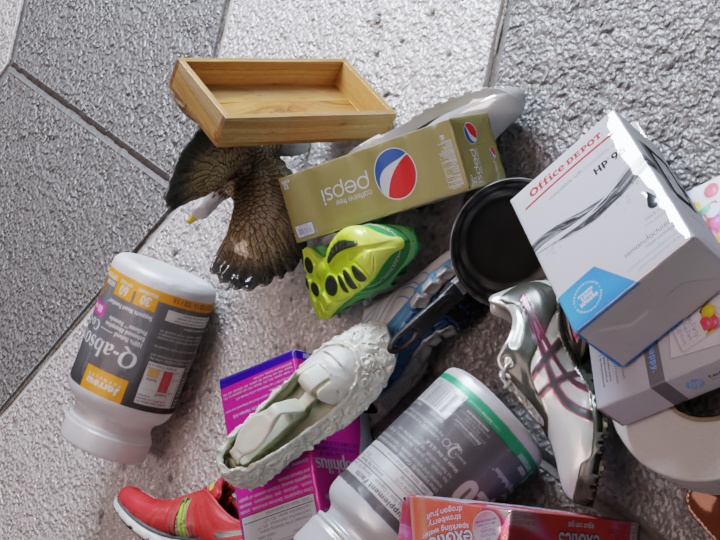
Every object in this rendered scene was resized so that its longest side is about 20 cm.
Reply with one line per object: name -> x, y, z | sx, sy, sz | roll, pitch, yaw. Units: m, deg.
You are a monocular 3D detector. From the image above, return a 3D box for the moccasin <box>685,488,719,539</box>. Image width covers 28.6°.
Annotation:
moccasin -> 0.313, 0.213, 1.023 | 0.074, 0.078, 0.201 | -55, 49, 15

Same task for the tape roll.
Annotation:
tape roll -> 0.281, 0.071, 1.078 | 0.202, 0.037, 0.204 | -27, 48, 34

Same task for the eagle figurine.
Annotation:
eagle figurine -> -0.122, -0.089, 1.390 | 0.200, 0.151, 0.152 | -108, 29, -64

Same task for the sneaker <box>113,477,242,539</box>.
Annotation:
sneaker -> -0.157, 0.245, 1.410 | 0.199, 0.077, 0.085 | 16, 84, 30

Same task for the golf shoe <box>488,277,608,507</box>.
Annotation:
golf shoe -> 0.156, 0.100, 1.156 | 0.087, 0.077, 0.201 | -4, 59, 2

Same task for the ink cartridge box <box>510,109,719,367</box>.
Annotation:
ink cartridge box -> 0.193, -0.040, 1.099 | 0.116, 0.068, 0.200 | -42, 39, 19

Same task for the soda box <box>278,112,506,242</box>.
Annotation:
soda box -> 0.027, -0.082, 1.261 | 0.199, 0.068, 0.064 | -15, 91, 37

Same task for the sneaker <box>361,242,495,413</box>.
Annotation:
sneaker -> 0.047, 0.033, 1.290 | 0.200, 0.075, 0.087 | -45, 37, 14

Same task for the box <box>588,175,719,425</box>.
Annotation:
box -> 0.263, 0.012, 1.074 | 0.199, 0.041, 0.157 | -27, 48, 32

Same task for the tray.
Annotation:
tray -> -0.073, -0.161, 1.345 | 0.099, 0.199, 0.037 | 50, 132, 34

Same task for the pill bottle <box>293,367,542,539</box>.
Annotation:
pill bottle -> 0.047, 0.187, 1.179 | 0.200, 0.113, 0.113 | -44, 52, -8

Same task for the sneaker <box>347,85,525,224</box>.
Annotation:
sneaker -> 0.077, -0.106, 1.303 | 0.200, 0.076, 0.081 | -28, 72, 38

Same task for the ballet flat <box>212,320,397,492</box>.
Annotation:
ballet flat -> -0.050, 0.119, 1.226 | 0.200, 0.072, 0.072 | -44, 55, 6

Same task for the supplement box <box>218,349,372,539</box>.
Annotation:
supplement box -> -0.051, 0.188, 1.310 | 0.103, 0.101, 0.201 | -23, 67, 32

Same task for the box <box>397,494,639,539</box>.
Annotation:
box -> 0.123, 0.231, 1.094 | 0.102, 0.200, 0.095 | 2, 81, 38

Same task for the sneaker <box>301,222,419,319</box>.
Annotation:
sneaker -> 0.000, 0.000, 1.309 | 0.200, 0.083, 0.075 | 158, 101, -69

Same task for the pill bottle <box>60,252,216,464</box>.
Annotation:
pill bottle -> -0.235, 0.092, 1.472 | 0.116, 0.116, 0.201 | 24, 95, 40

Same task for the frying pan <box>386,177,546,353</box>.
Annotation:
frying pan -> 0.113, 0.009, 1.223 | 0.191, 0.115, 0.031 | -61, 15, 7
